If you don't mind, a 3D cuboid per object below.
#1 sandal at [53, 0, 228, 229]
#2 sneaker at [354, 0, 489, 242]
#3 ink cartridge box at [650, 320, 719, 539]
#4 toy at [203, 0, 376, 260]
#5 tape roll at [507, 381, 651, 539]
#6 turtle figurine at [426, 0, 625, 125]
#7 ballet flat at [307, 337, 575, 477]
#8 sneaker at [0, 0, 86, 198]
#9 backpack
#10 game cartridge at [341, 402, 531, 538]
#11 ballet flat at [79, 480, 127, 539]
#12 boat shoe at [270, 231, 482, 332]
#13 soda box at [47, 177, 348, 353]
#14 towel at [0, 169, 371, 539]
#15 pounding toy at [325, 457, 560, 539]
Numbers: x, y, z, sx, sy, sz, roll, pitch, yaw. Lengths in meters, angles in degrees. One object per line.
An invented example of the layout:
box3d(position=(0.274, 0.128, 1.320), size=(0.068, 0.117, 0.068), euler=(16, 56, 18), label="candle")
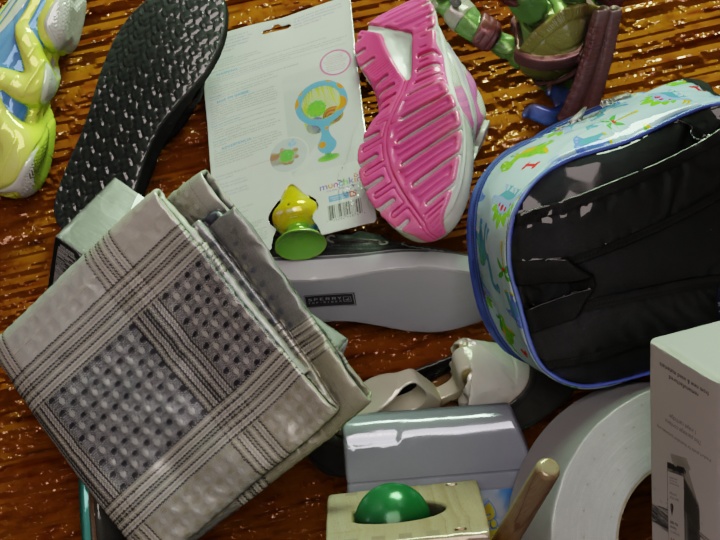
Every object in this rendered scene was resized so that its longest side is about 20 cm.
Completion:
box3d(position=(-0.154, -0.112, 1.715), size=(0.075, 0.048, 0.201), euler=(29, 92, 18), label="sandal")
box3d(position=(0.052, -0.092, 1.650), size=(0.081, 0.088, 0.201), euler=(-22, 44, 23), label="sneaker")
box3d(position=(0.260, 0.131, 1.496), size=(0.146, 0.083, 0.201), euler=(-14, 113, -23), label="ink cartridge box")
box3d(position=(-0.047, -0.090, 1.690), size=(0.114, 0.047, 0.201), euler=(-15, 51, 12), label="toy")
box3d(position=(0.197, 0.173, 1.583), size=(0.199, 0.066, 0.202), euler=(0, 89, -22), label="tape roll")
box3d(position=(0.119, -0.216, 1.658), size=(0.143, 0.194, 0.201), euler=(12, 74, 6), label="turtle figurine")
box3d(position=(0.056, 0.087, 1.642), size=(0.199, 0.069, 0.068), euler=(-21, 56, -5), label="ballet flat")
box3d(position=(-0.257, -0.155, 1.710), size=(0.104, 0.076, 0.201), euler=(10, 77, 4), label="sneaker")
box3d(position=(0.170, -0.020, 1.608), size=(0.199, 0.147, 0.184), euler=(-19, 108, -17), label="backpack")
box3d(position=(0.060, 0.190, 1.606), size=(0.132, 0.040, 0.202), euler=(-5, 97, -3), label="game cartridge")
box3d(position=(-0.168, 0.108, 1.642), size=(0.068, 0.068, 0.201), euler=(-10, 76, -7), label="ballet flat")
box3d(position=(0.000, 0.000, 1.672), size=(0.198, 0.069, 0.057), euler=(0, 48, 0), label="boat shoe")
box3d(position=(-0.109, 0.028, 1.614), size=(0.199, 0.063, 0.071), euler=(34, 56, 12), label="soda box")
box3d(position=(-0.119, 0.063, 1.555), size=(0.200, 0.035, 0.193), euler=(-39, 82, 15), label="towel")
box3d(position=(0.053, 0.205, 1.498), size=(0.141, 0.184, 0.202), euler=(-5, 97, 0), label="pounding toy")
